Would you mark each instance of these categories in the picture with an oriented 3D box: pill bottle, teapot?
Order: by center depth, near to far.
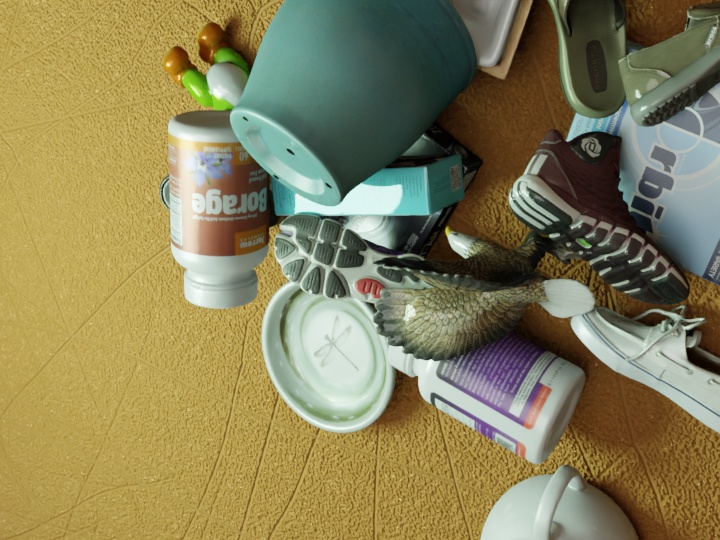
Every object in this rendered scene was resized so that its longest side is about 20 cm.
[{"bbox_3d":[0.205,0.328,0.989,0.197,0.145,0.202,-35,84,36],"label":"teapot"},{"bbox_3d":[0.132,0.112,0.990,0.198,0.111,0.113,28,119,23],"label":"pill bottle"},{"bbox_3d":[-0.154,-0.067,1.008,0.111,0.112,0.204,14,113,29],"label":"pill bottle"}]

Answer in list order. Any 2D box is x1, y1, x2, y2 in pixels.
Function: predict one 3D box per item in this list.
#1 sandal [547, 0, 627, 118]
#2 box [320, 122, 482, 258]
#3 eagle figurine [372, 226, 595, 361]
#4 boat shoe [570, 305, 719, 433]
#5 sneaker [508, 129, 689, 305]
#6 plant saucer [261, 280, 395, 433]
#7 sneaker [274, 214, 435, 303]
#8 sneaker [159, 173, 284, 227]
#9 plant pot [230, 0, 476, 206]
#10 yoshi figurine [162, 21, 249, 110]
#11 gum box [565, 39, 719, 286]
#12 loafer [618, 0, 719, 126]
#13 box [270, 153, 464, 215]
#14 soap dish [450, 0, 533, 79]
[{"bbox_3d":[0.202,-0.237,0.802,0.078,0.057,0.205,-16,97,0],"label":"sandal"},{"bbox_3d":[0.025,-0.089,1.040,0.160,0.043,0.201,41,123,16],"label":"box"},{"bbox_3d":[0.115,0.008,0.897,0.150,0.198,0.154,16,134,63],"label":"eagle figurine"},{"bbox_3d":[0.306,0.074,0.884,0.201,0.074,0.087,35,122,18],"label":"boat shoe"},{"bbox_3d":[0.237,-0.061,0.837,0.198,0.117,0.075,33,158,-16],"label":"sneaker"},{"bbox_3d":[-0.033,0.099,1.135,0.197,0.050,0.204,12,111,32],"label":"plant saucer"},{"bbox_3d":[0.000,0.000,0.994,0.197,0.083,0.082,21,94,1],"label":"sneaker"},{"bbox_3d":[-0.201,-0.088,1.154,0.197,0.106,0.076,10,111,31],"label":"sneaker"},{"bbox_3d":[-0.019,-0.174,0.876,0.198,0.189,0.201,33,164,11],"label":"plant pot"},{"bbox_3d":[-0.140,-0.205,1.079,0.200,0.112,0.113,47,118,9],"label":"yoshi figurine"},{"bbox_3d":[0.292,-0.102,0.855,0.198,0.044,0.172,29,119,23],"label":"gum box"},{"bbox_3d":[0.305,-0.204,0.768,0.198,0.075,0.070,-32,74,8],"label":"loafer"},{"bbox_3d":[0.005,-0.091,0.974,0.197,0.082,0.050,2,106,33],"label":"box"},{"bbox_3d":[0.092,-0.303,0.904,0.198,0.081,0.160,30,119,23],"label":"soap dish"}]
